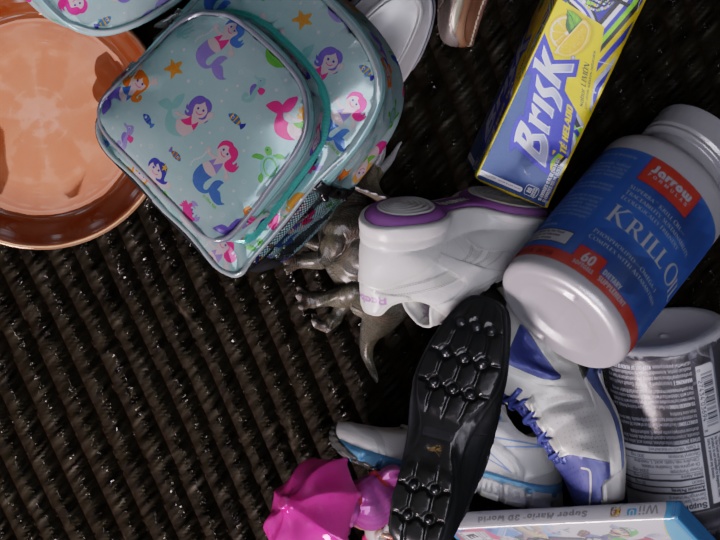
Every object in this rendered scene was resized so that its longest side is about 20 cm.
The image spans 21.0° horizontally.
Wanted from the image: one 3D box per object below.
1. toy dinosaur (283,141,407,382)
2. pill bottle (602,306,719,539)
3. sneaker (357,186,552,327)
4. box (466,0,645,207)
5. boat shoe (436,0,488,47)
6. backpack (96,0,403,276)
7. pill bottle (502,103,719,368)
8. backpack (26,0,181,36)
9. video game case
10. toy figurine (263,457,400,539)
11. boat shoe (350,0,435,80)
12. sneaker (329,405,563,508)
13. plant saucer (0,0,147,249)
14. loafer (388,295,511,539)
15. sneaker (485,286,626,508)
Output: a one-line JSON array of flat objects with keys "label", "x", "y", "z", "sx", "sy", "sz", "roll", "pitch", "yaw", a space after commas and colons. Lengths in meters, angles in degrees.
[{"label": "toy dinosaur", "x": 0.000, "y": 0.000, "z": 1.511, "sx": 0.102, "sy": 0.077, "sz": 0.200, "roll": -12, "pitch": 103, "yaw": 12}, {"label": "pill bottle", "x": 0.255, "y": 0.139, "z": 1.556, "sx": 0.106, "sy": 0.106, "sz": 0.200, "roll": -11, "pitch": 108, "yaw": -2}, {"label": "sneaker", "x": 0.076, "y": -0.011, "z": 1.493, "sx": 0.200, "sy": 0.075, "sz": 0.100, "roll": -5, "pitch": 112, "yaw": -35}, {"label": "box", "x": 0.152, "y": -0.154, "z": 1.482, "sx": 0.064, "sy": 0.070, "sz": 0.200, "roll": 22, "pitch": 103, "yaw": -8}, {"label": "boat shoe", "x": 0.109, "y": -0.260, "z": 1.448, "sx": 0.072, "sy": 0.076, "sz": 0.200, "roll": 13, "pitch": 106, "yaw": -11}, {"label": "backpack", "x": -0.075, "y": -0.116, "z": 1.384, "sx": 0.200, "sy": 0.151, "sz": 0.178, "roll": -45, "pitch": 79, "yaw": 7}, {"label": "pill bottle", "x": 0.206, "y": -0.032, "z": 1.468, "sx": 0.112, "sy": 0.112, "sz": 0.200, "roll": 47, "pitch": 65, "yaw": -15}, {"label": "backpack", "x": -0.190, "y": -0.271, "z": 1.380, "sx": 0.177, "sy": 0.151, "sz": 0.200, "roll": -35, "pitch": 112, "yaw": -11}, {"label": "video game case", "x": 0.188, "y": 0.223, "z": 1.532, "sx": 0.200, "sy": 0.018, "sz": 0.143, "roll": -8, "pitch": 144, "yaw": 32}, {"label": "toy figurine", "x": 0.002, "y": 0.219, "z": 1.514, "sx": 0.200, "sy": 0.150, "sz": 0.184, "roll": -26, "pitch": 131, "yaw": -19}, {"label": "boat shoe", "x": -0.008, "y": -0.137, "z": 1.475, "sx": 0.073, "sy": 0.065, "sz": 0.200, "roll": 31, "pitch": 101, "yaw": -12}, {"label": "sneaker", "x": 0.074, "y": 0.134, "z": 1.567, "sx": 0.200, "sy": 0.075, "sz": 0.087, "roll": 12, "pitch": 90, "yaw": -11}, {"label": "plant saucer", "x": -0.246, "y": -0.116, "z": 1.479, "sx": 0.200, "sy": 0.032, "sz": 0.201, "roll": -2, "pitch": 106, "yaw": -5}, {"label": "loafer", "x": 0.069, "y": 0.116, "z": 1.467, "sx": 0.068, "sy": 0.070, "sz": 0.201, "roll": 16, "pitch": 91, "yaw": 14}, {"label": "sneaker", "x": 0.135, "y": 0.095, "z": 1.525, "sx": 0.115, "sy": 0.081, "sz": 0.200, "roll": -11, "pitch": 82, "yaw": -7}]
